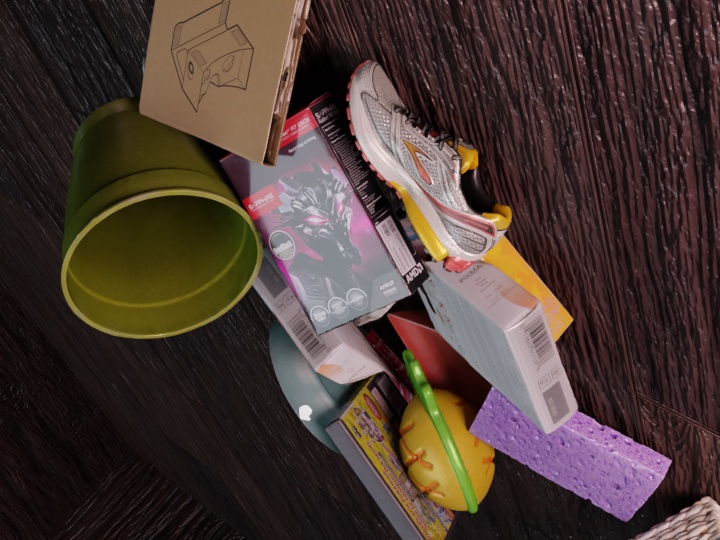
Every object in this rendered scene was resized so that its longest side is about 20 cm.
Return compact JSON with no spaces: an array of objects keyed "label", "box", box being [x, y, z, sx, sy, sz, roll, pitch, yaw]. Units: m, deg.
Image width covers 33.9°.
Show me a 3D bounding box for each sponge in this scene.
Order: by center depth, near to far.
[{"label":"sponge","box":[0.218,0.187,1.256,0.198,0.030,0.112,29,146,10]}]

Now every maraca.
[{"label":"maraca","box":[0.092,0.187,1.364,0.137,0.106,0.202,-141,28,-75]}]

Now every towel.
[{"label":"towel","box":[0.071,0.174,1.529,0.200,0.022,0.145,47,167,23]}]

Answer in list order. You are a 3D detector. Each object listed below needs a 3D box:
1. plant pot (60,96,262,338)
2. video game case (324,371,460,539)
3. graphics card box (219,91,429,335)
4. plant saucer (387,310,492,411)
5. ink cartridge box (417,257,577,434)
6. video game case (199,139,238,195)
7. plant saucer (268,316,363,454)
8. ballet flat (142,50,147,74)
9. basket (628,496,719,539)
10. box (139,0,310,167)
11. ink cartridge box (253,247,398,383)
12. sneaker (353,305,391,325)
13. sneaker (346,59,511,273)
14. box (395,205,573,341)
[{"label":"plant pot","box":[-0.220,-0.070,1.212,0.201,0.198,0.194,71,177,-50]},{"label":"video game case","box":[0.048,0.230,1.415,0.201,0.025,0.181,55,-158,-4]},{"label":"graphics card box","box":[-0.035,-0.050,1.123,0.125,0.051,0.202,-24,100,34]},{"label":"plant saucer","box":[0.143,0.127,1.350,0.199,0.037,0.201,18,147,51]},{"label":"ink cartridge box","box":[0.121,0.048,1.153,0.200,0.050,0.163,47,167,47]},{"label":"video game case","box":[-0.124,-0.144,1.231,0.180,0.025,0.203,10,120,56]},{"label":"plant saucer","box":[-0.035,0.130,1.458,0.036,0.201,0.201,-32,109,23]},{"label":"ballet flat","box":[-0.188,-0.173,1.352,0.072,0.072,0.202,9,134,56]},{"label":"basket","box":[0.339,0.376,1.186,0.200,0.197,0.161,49,-158,-14]},{"label":"box","box":[-0.133,-0.203,1.111,0.199,0.021,0.166,26,109,39]},{"label":"ink cartridge box","box":[-0.045,0.068,1.406,0.163,0.050,0.200,51,-177,27]},{"label":"sneaker","box":[0.000,0.000,1.328,0.100,0.070,0.200,47,158,-3]},{"label":"sneaker","box":[0.062,-0.102,1.038,0.082,0.078,0.201,-34,93,31]},{"label":"box","box":[0.107,-0.008,1.157,0.200,0.042,0.119,47,159,-13]}]
